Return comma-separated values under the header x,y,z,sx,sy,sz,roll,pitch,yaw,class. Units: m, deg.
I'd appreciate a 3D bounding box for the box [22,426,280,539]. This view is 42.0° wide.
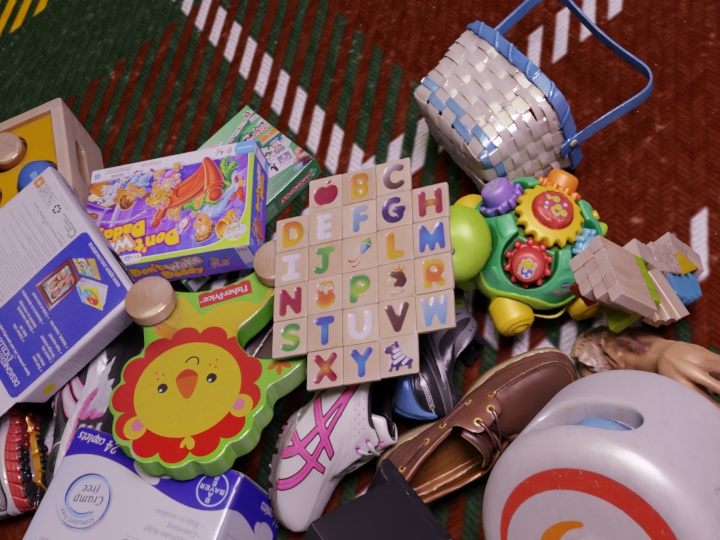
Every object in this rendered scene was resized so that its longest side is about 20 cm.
x,y,z,sx,sy,sz,roll,pitch,yaw,class
-0.195,0.264,0.814,0.181,0.105,0.202,10,63,24,box

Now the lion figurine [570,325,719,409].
x,y,z,sx,sy,sz,roll,pitch,yaw,class
0.252,0.082,0.748,0.121,0.200,0.073,31,77,-4,lion figurine

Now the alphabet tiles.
x,y,z,sx,sy,sz,roll,pitch,yaw,class
0.000,0.000,0.801,0.164,0.006,0.203,-11,61,20,alphabet tiles

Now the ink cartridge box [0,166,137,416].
x,y,z,sx,sy,sz,roll,pitch,yaw,class
-0.337,0.028,0.947,0.200,0.047,0.198,-42,65,0,ink cartridge box

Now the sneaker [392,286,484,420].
x,y,z,sx,sy,sz,roll,pitch,yaw,class
0.078,0.050,0.887,0.081,0.071,0.202,12,59,-1,sneaker

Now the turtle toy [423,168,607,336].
x,y,z,sx,sy,sz,roll,pitch,yaw,class
0.140,-0.026,0.849,0.197,0.102,0.148,-11,62,-17,turtle toy

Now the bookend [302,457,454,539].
x,y,z,sx,sy,sz,roll,pitch,yaw,class
-0.003,0.273,0.681,0.198,0.093,0.199,-18,54,-40,bookend

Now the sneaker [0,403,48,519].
x,y,z,sx,sy,sz,roll,pitch,yaw,class
-0.373,0.157,0.955,0.081,0.078,0.202,-22,55,5,sneaker

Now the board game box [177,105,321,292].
x,y,z,sx,sy,sz,roll,pitch,yaw,class
-0.158,-0.085,1.061,0.200,0.029,0.134,-44,56,-10,board game box

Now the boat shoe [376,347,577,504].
x,y,z,sx,sy,sz,roll,pitch,yaw,class
0.105,0.141,0.798,0.199,0.073,0.068,-34,10,1,boat shoe

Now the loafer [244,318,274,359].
x,y,z,sx,sy,sz,roll,pitch,yaw,class
-0.077,0.067,0.913,0.069,0.075,0.202,9,63,28,loafer

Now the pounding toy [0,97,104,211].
x,y,z,sx,sy,sz,roll,pitch,yaw,class
-0.410,-0.109,1.090,0.182,0.143,0.202,-22,56,4,pounding toy

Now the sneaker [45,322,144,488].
x,y,z,sx,sy,sz,roll,pitch,yaw,class
-0.280,0.134,0.951,0.085,0.081,0.202,-10,48,26,sneaker

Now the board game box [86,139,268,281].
x,y,z,sx,sy,sz,roll,pitch,yaw,class
-0.201,-0.058,1.014,0.197,0.045,0.136,-9,58,12,board game box

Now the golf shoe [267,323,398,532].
x,y,z,sx,sy,sz,roll,pitch,yaw,class
-0.017,0.144,0.812,0.091,0.072,0.203,26,101,28,golf shoe

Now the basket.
x,y,z,sx,sy,sz,roll,pitch,yaw,class
0.166,-0.182,0.944,0.199,0.139,0.177,-38,56,3,basket

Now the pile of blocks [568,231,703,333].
x,y,z,sx,sy,sz,roll,pitch,yaw,class
0.237,0.019,0.800,0.062,0.198,0.083,-42,67,34,pile of blocks

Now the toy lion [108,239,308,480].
x,y,z,sx,sy,sz,roll,pitch,yaw,class
-0.125,0.084,0.831,0.197,0.069,0.194,-17,53,-1,toy lion

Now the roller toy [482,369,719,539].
x,y,z,sx,sy,sz,roll,pitch,yaw,class
0.185,0.181,0.675,0.182,0.202,0.139,37,36,19,roller toy
